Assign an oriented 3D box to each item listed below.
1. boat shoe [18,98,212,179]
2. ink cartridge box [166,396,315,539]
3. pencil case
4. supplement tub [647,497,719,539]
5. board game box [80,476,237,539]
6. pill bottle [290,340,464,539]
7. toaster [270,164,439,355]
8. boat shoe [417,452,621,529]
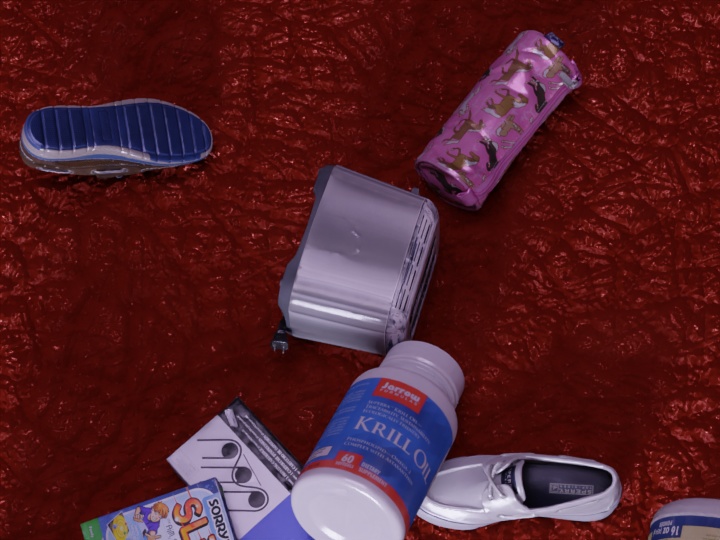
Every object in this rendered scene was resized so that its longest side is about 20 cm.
[{"bbox_3d":[-0.255,-0.133,1.901,0.200,0.072,0.072,3,66,-21],"label":"boat shoe"},{"bbox_3d":[-0.084,0.223,1.742,0.094,0.044,0.200,-41,68,-11],"label":"ink cartridge box"},{"bbox_3d":[0.141,-0.152,1.870,0.083,0.087,0.200,43,74,-11],"label":"pencil case"},{"bbox_3d":[0.308,0.314,1.605,0.144,0.144,0.200,12,67,11],"label":"supplement tub"},{"bbox_3d":[-0.165,0.304,1.676,0.135,0.034,0.200,-20,66,-1],"label":"board game box"},{"bbox_3d":[0.024,0.160,1.700,0.112,0.112,0.200,18,47,13],"label":"pill bottle"},{"bbox_3d":[0.000,0.000,1.797,0.129,0.114,0.200,14,65,9],"label":"toaster"},{"bbox_3d":[0.143,0.198,1.717,0.200,0.065,0.074,-6,66,4],"label":"boat shoe"}]
